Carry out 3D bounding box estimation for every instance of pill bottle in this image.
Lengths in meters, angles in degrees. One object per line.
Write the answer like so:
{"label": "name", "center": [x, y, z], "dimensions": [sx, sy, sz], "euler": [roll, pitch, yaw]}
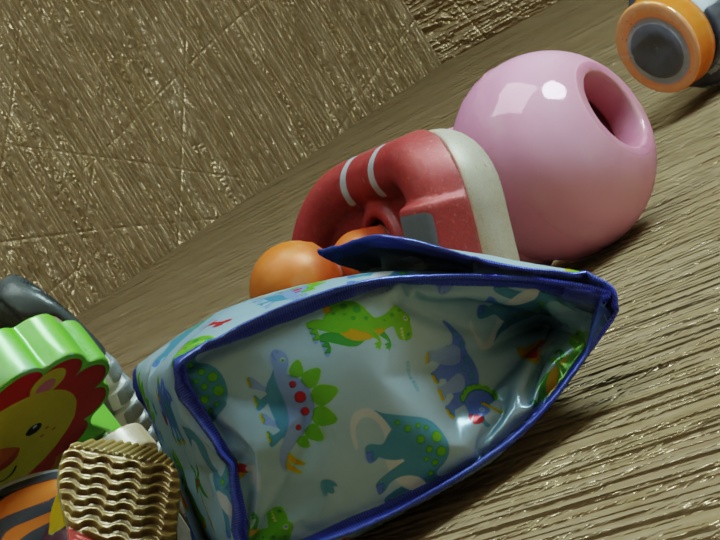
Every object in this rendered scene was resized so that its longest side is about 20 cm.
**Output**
{"label": "pill bottle", "center": [0.265, -0.201, 2.002], "dimensions": [0.106, 0.107, 0.200], "euler": [-26, 9, 46]}

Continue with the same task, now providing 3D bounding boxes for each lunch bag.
{"label": "lunch bag", "center": [0.008, 0.049, 1.249], "dimensions": [0.199, 0.128, 0.170], "euler": [-20, 1, -11]}

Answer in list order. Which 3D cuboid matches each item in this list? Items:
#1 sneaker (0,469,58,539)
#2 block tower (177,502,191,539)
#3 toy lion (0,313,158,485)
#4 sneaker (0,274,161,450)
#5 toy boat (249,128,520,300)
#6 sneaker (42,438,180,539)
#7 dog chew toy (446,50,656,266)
{"label": "sneaker", "center": [-0.193, 0.178, 1.279], "dimensions": [0.200, 0.078, 0.112], "euler": [-41, 11, 1]}
{"label": "block tower", "center": [-0.056, 0.103, 1.411], "dimensions": [0.200, 0.054, 0.058], "euler": [-34, 7, -19]}
{"label": "toy lion", "center": [-0.198, 0.104, 1.353], "dimensions": [0.200, 0.069, 0.192], "euler": [-44, -19, 7]}
{"label": "sneaker", "center": [-0.171, 0.103, 1.490], "dimensions": [0.115, 0.200, 0.075], "euler": [-42, 39, -15]}
{"label": "toy boat", "center": [0.000, 0.000, 1.515], "dimensions": [0.130, 0.131, 0.200], "euler": [-14, -1, -19]}
{"label": "sneaker", "center": [-0.113, 0.164, 1.194], "dimensions": [0.074, 0.091, 0.200], "euler": [9, 33, 0]}
{"label": "dog chew toy", "center": [0.079, -0.040, 1.621], "dimensions": [0.200, 0.125, 0.125], "euler": [-38, 2, 31]}
